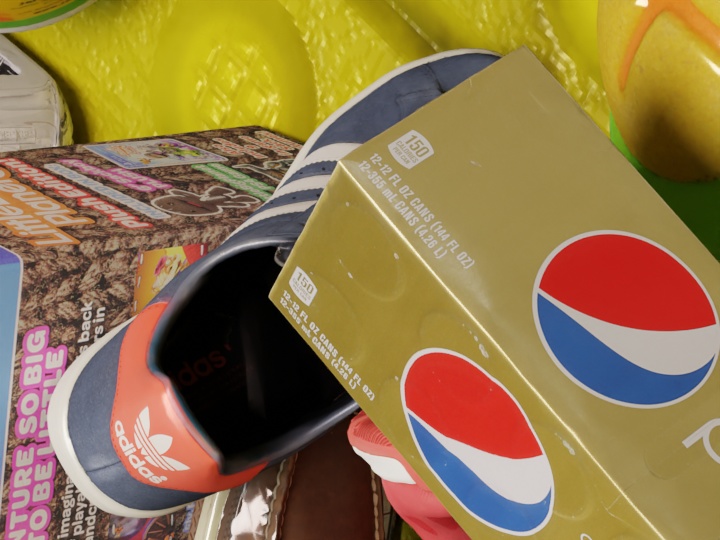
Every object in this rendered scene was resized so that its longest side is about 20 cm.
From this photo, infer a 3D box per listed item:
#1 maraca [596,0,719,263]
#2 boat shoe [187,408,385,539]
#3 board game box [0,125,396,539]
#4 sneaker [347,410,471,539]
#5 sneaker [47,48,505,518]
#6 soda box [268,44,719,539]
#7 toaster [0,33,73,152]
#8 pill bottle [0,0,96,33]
[{"bbox_3d":[0.113,-0.061,0.698,0.137,0.107,0.200,-6,52,58],"label":"maraca"},{"bbox_3d":[-0.010,0.136,0.850,0.075,0.075,0.203,11,100,46],"label":"boat shoe"},{"bbox_3d":[-0.084,0.047,0.882,0.097,0.200,0.160,23,112,41],"label":"board game box"},{"bbox_3d":[0.054,0.079,0.790,0.078,0.200,0.116,-25,89,5],"label":"sneaker"},{"bbox_3d":[0.000,0.000,0.797,0.075,0.200,0.084,50,153,-10],"label":"sneaker"},{"bbox_3d":[0.070,0.050,0.624,0.200,0.064,0.068,49,148,12],"label":"soda box"},{"bbox_3d":[-0.197,-0.040,1.050,0.200,0.113,0.129,38,118,38],"label":"toaster"},{"bbox_3d":[-0.131,-0.156,0.889,0.200,0.111,0.111,84,167,-80],"label":"pill bottle"}]
